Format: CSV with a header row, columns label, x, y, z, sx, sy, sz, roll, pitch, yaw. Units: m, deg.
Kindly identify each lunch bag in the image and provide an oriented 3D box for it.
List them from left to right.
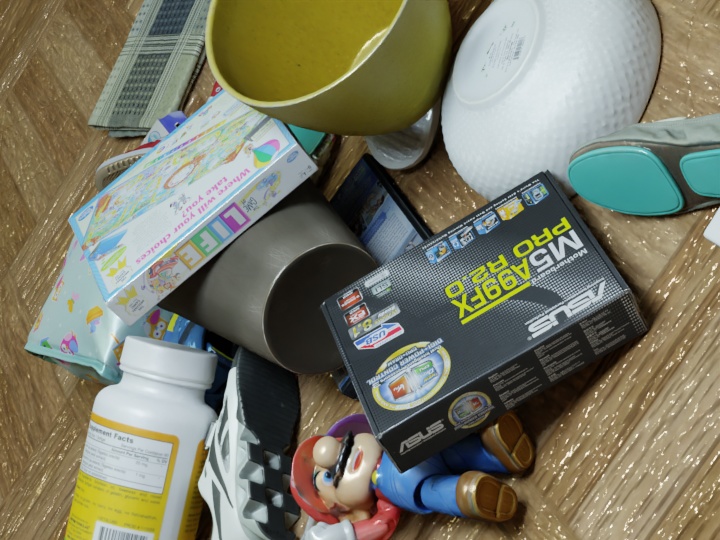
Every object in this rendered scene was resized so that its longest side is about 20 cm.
label,x,y,z,sx,sy,sz,roll,pitch,yaw
lunch bag,-0.240,0.027,1.637,0.199,0.121,0.172,10,77,51

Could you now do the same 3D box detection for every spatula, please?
label,x,y,z,sx,sy,sz,roll,pitch,yaw
spatula,-0.042,0.199,1.304,0.020,0.056,0.202,29,98,38

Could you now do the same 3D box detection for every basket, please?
label,x,y,z,sx,sy,sz,roll,pitch,yaw
basket,-0.075,-0.003,1.385,0.180,0.136,0.200,-44,35,-6

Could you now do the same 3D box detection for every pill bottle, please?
label,x,y,z,sx,sy,sz,roll,pitch,yaw
pill bottle,-0.183,0.163,1.427,0.111,0.110,0.202,12,89,57

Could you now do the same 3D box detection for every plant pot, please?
label,x,y,z,sx,sy,sz,roll,pitch,yaw
plant pot,-0.005,-0.188,1.336,0.198,0.142,0.202,-16,58,28

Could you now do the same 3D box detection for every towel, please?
label,x,y,z,sx,sy,sz,roll,pitch,yaw
towel,-0.226,-0.242,1.911,0.192,0.034,0.202,9,72,54

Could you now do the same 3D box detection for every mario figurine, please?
label,x,y,z,sx,sy,sz,roll,pitch,yaw
mario figurine,0.018,0.140,1.191,0.199,0.123,0.107,-13,99,43

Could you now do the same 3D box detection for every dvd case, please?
label,x,y,z,sx,sy,sz,roll,pitch,yaw
dvd case,0.000,0.000,1.413,0.143,0.017,0.200,-53,32,13

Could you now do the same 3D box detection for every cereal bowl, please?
label,x,y,z,sx,sy,sz,roll,pitch,yaw
cereal bowl,0.131,-0.152,1.281,0.200,0.083,0.202,-36,40,36

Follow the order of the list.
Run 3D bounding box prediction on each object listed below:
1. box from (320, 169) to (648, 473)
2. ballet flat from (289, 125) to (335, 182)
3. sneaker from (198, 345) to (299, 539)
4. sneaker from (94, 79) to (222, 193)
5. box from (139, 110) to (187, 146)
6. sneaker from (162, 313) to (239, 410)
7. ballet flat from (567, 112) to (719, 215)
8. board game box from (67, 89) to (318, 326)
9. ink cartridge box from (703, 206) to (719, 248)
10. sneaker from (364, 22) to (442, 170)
label,x,y,z,sx,sy,sz,roll,pitch,yaw
box,0.082,0.032,1.178,0.199,0.044,0.161,-30,37,5
ballet flat,-0.093,-0.064,1.536,0.075,0.064,0.200,29,65,37
sneaker,-0.102,0.150,1.393,0.088,0.074,0.202,-32,42,36
sneaker,-0.164,-0.129,1.638,0.198,0.072,0.113,-12,43,5
box,-0.227,-0.071,1.771,0.201,0.041,0.119,-54,33,8
sneaker,-0.154,0.110,1.505,0.078,0.066,0.202,-3,64,54
ballet flat,0.226,-0.076,1.123,0.064,0.068,0.199,-45,25,-27
board game box,-0.141,-0.062,1.367,0.199,0.034,0.135,-39,39,4
ink cartridge box,0.313,-0.065,0.955,0.201,0.082,0.147,-59,33,7
sneaker,0.041,-0.185,1.448,0.078,0.079,0.203,-6,84,22
